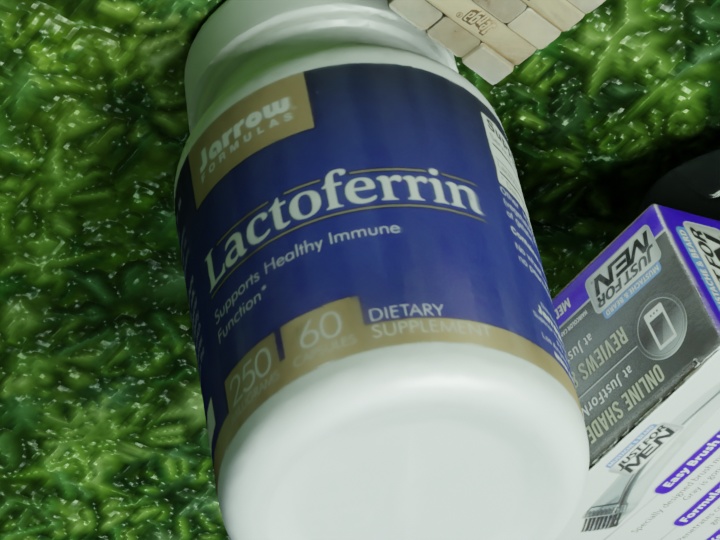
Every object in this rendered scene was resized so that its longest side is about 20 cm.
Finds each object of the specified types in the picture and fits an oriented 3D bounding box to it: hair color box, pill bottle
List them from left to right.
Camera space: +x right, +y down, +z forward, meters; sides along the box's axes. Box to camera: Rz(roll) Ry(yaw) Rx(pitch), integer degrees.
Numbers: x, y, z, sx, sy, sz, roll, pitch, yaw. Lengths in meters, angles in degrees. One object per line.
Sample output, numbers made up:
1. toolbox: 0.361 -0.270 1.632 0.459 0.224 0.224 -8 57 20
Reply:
1. pill bottle: 0.000 0.000 0.934 0.115 0.200 0.116 -7 136 -6
2. hair color box: 0.142 0.048 0.998 0.200 0.065 0.109 11 134 -44

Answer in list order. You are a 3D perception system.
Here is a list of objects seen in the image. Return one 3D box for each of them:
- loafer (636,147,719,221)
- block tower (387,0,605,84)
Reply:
1. loafer: 0.195 -0.027 1.055 0.199 0.073 0.072 -11 163 -2
2. block tower: 0.088 -0.139 0.911 0.200 0.058 0.054 -36 131 26
